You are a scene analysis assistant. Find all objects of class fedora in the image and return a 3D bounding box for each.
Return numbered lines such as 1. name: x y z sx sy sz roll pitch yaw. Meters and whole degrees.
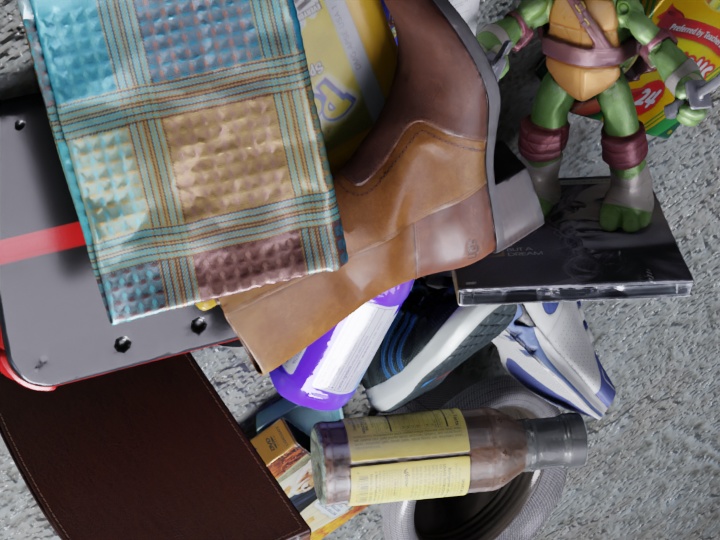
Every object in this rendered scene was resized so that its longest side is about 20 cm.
1. fedora: 0.069 0.147 1.786 0.177 0.090 0.200 -49 143 -5

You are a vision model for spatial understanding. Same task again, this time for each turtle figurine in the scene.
1. turtle figurine: 0.138 -0.103 1.436 0.143 0.200 0.195 -15 130 -15

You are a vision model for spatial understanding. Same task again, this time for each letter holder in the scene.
1. letter holder: -0.146 0.147 1.468 0.141 0.200 0.101 -20 145 -27

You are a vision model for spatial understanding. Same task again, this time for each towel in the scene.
1. towel: -0.094 -0.078 1.260 0.145 0.022 0.201 -14 110 -3

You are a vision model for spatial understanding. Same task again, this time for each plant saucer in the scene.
1. plant saucer: -0.040 0.148 1.757 0.070 0.019 0.201 -30 147 -13

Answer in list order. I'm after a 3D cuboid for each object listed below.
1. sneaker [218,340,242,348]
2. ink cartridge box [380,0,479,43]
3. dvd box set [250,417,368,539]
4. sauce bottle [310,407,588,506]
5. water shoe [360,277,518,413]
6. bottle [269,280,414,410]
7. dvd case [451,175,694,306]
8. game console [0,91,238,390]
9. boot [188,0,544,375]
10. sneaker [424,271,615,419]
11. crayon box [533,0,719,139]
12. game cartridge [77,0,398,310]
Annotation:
1. sneaker: -0.087 0.015 1.471 0.072 0.083 0.200 -37 149 -2
2. ink cartridge box: 0.030 -0.189 1.377 0.094 0.037 0.201 -24 149 -22
3. dvd box set: -0.101 0.199 1.725 0.199 0.029 0.146 -36 147 7
4. sauce bottle: 0.064 0.132 1.656 0.198 0.065 0.065 -3 139 -11
5. water shoe: 0.037 0.037 1.586 0.071 0.079 0.200 -27 171 -31
6. bottle: 0.000 0.000 1.543 0.065 0.084 0.201 16 124 -18
7. dvd case: 0.130 -0.023 1.512 0.147 0.200 0.016 -3 111 -1
8. game console: -0.129 -0.030 1.342 0.199 0.031 0.178 -14 112 -22
9. boot: -0.013 -0.060 1.321 0.199 0.069 0.189 -26 122 -6
10. sneaker: 0.134 0.009 1.648 0.199 0.080 0.115 46 74 -29
11. crayon box: 0.223 -0.187 1.565 0.126 0.051 0.200 8 125 -50
12. game cartridge: -0.054 -0.095 1.322 0.176 0.032 0.201 -31 117 -14
